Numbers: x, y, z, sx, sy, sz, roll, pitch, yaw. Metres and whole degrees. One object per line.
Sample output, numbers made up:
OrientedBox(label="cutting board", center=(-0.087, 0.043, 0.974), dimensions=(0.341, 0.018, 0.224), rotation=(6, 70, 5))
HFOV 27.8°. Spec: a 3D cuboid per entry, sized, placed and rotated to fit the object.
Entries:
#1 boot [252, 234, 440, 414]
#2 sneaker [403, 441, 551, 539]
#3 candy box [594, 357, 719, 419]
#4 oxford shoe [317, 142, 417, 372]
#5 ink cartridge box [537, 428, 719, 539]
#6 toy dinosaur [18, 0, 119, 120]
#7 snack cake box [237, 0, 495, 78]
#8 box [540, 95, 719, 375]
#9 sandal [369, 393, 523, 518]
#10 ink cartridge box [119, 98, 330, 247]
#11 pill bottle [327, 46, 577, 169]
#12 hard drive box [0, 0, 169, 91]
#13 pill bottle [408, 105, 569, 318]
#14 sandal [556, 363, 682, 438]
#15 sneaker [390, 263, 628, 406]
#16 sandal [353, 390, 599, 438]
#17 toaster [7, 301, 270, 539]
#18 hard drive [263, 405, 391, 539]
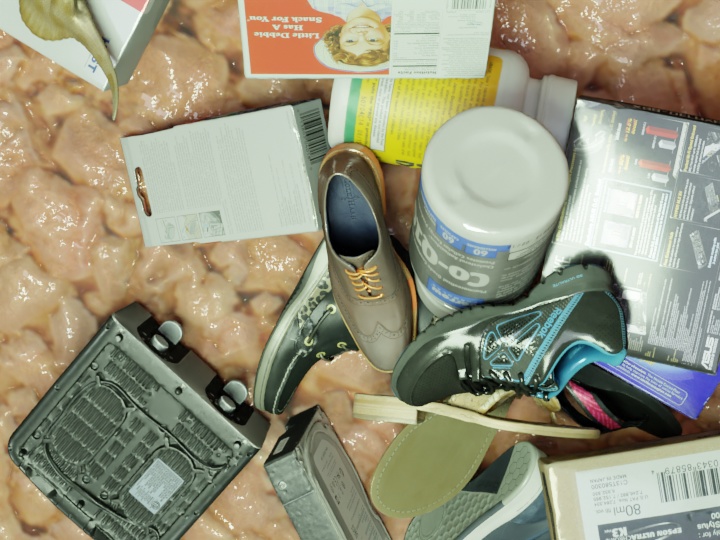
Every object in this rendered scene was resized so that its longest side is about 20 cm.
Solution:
OrientedBox(label="boot", center=(0.005, 0.066, 1.294), dimensions=(0.153, 0.073, 0.205), rotation=(29, 100, 10))
OrientedBox(label="sneaker", center=(0.142, 0.243, 1.317), dimensions=(0.145, 0.078, 0.202), rotation=(29, 135, -25))
OrientedBox(label="candy box", center=(0.267, -0.004, 1.251), dimensions=(0.168, 0.077, 0.201), rotation=(30, 105, 3))
OrientedBox(label="oxford shoe", center=(0.000, 0.000, 1.208), dimensions=(0.070, 0.073, 0.202), rotation=(-13, 107, 12))
OrientedBox(label="ink cartridge box", center=(0.255, 0.220, 1.184), dimensions=(0.197, 0.075, 0.167), rotation=(-10, 86, 1))
OrientedBox(label="toy dinosaur", center=(-0.244, -0.228, 1.217), dimensions=(0.200, 0.058, 0.101), rotation=(43, 119, 5))
OrientedBox(label="snack cake box", center=(0.004, -0.210, 1.140), dimensions=(0.197, 0.115, 0.068), rotation=(0, 63, -1))
OrientedBox(label="box", center=(0.234, -0.029, 1.187), dimensions=(0.156, 0.050, 0.202), rotation=(11, 102, 10))
OrientedBox(label="sandal", center=(0.082, 0.135, 1.314), dimensions=(0.078, 0.070, 0.212), rotation=(42, 81, -11))
OrientedBox(label="ink cartridge box", center=(-0.116, -0.084, 1.290), dimensions=(0.198, 0.050, 0.110), rotation=(-5, 102, 34))
OrientedBox(label="pill bottle", center=(0.079, -0.137, 1.231), dimensions=(0.198, 0.113, 0.114), rotation=(11, 103, 5))
OrientedBox(label="hard drive box", center=(-0.263, -0.276, 1.267), dimensions=(0.199, 0.077, 0.157), rotation=(30, 104, 1))
OrientedBox(label="pill bottle", center=(0.097, -0.035, 1.166), dimensions=(0.112, 0.200, 0.115), rotation=(1, 66, -2))
OrientedBox(label="sandal", center=(0.189, 0.108, 1.271), dimensions=(0.199, 0.075, 0.045), rotation=(29, 72, -11))
OrientedBox(label="sneaker", center=(0.116, 0.068, 1.151), dimensions=(0.198, 0.073, 0.083), rotation=(-27, 60, 16))
OrientedBox(label="sandal", center=(0.100, 0.099, 1.231), dimensions=(0.209, 0.078, 0.071), rotation=(4, 86, 5))
OrientedBox(label="toaster", center=(-0.202, 0.156, 1.325), dimensions=(0.181, 0.119, 0.200), rotation=(41, 103, -1))
OrientedBox(label="hard drive", center=(-0.016, 0.232, 1.305), dimensions=(0.038, 0.140, 0.202), rotation=(-25, 97, 12))
